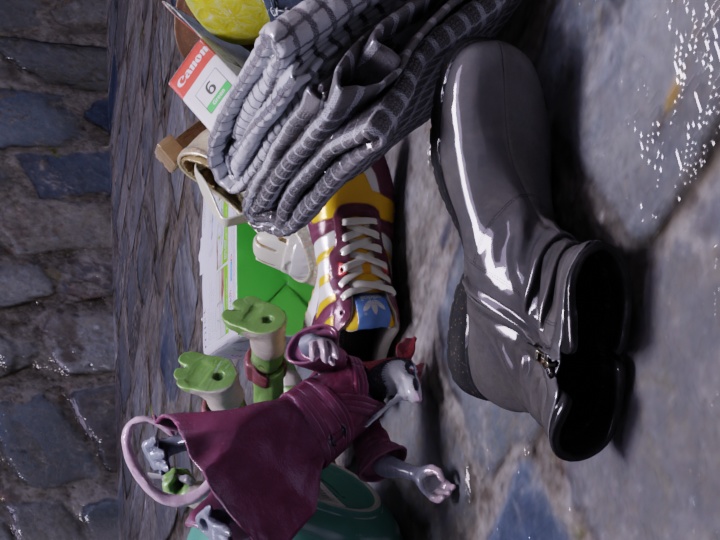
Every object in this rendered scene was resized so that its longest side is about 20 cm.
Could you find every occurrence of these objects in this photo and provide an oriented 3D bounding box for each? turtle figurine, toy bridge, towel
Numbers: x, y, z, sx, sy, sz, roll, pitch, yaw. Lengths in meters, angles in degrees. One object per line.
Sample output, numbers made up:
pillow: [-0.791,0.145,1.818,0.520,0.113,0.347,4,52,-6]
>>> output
turtle figurine: [-0.108,0.114,1.078,0.201,0.143,0.195,-124,19,-43]
toy bridge: [-0.111,-0.162,1.235,0.200,0.027,0.067,-46,3,-18]
towel: [0.006,-0.112,0.788,0.086,0.165,0.200,50,155,1]

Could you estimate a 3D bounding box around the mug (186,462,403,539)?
mug: [-0.031,0.205,0.944,0.152,0.183,0.116,-31,-37,-78]

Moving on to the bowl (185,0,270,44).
bowl: [-0.051,-0.278,1.068,0.107,0.199,0.203,11,102,30]

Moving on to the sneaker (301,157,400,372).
sneaker: [0.000,0.000,0.978,0.090,0.074,0.202,-138,45,-62]

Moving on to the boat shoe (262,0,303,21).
boat shoe: [-0.028,-0.181,1.008,0.201,0.070,0.091,65,-178,-48]

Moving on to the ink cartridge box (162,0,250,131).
ink cartridge box: [-0.093,-0.134,1.090,0.051,0.109,0.200,-52,53,12]

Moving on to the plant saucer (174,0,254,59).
plant saucer: [-0.089,-0.263,1.201,0.201,0.036,0.201,-51,-17,-22]

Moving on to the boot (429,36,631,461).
boot: [0.092,-0.017,0.668,0.132,0.069,0.203,-159,61,-70]

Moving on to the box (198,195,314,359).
box: [-0.089,-0.026,1.237,0.176,0.095,0.203,144,126,-71]

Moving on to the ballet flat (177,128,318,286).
ballet flat: [-0.078,-0.039,1.099,0.200,0.062,0.068,45,150,24]

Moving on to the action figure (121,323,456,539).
action figure: [-0.033,0.110,0.881,0.148,0.199,0.135,-13,105,58]
